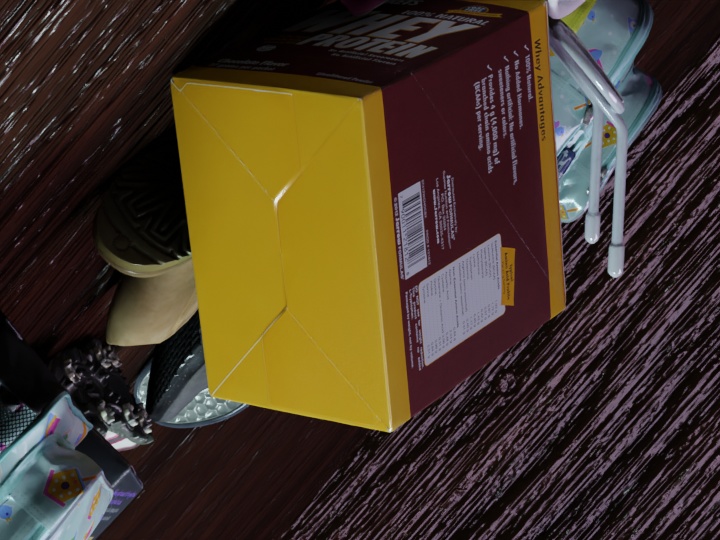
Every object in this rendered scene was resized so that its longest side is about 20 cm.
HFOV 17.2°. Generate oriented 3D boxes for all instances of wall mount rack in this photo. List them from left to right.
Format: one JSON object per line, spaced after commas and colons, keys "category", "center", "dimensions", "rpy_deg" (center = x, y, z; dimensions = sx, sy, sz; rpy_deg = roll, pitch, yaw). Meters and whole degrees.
{"category": "wall mount rack", "center": [0.131, -0.095, 1.518], "dimensions": [0.074, 0.174, 0.200], "rpy_deg": [-37, -170, 6]}

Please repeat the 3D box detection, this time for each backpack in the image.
{"category": "backpack", "center": [-0.232, 0.129, 1.262], "dimensions": [0.200, 0.154, 0.176], "rpy_deg": [-39, 176, -8]}
{"category": "backpack", "center": [0.144, -0.143, 1.837], "dimensions": [0.201, 0.153, 0.176], "rpy_deg": [-62, -170, 4]}

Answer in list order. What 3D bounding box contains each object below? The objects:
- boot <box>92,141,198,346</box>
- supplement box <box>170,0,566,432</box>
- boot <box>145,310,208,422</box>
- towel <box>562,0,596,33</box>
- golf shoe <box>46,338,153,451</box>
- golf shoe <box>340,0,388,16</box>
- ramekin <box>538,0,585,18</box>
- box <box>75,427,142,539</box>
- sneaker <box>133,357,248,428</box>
{"category": "boot", "center": [-0.122, -0.007, 1.479], "dimensions": [0.175, 0.066, 0.200], "rpy_deg": [-41, 170, -38]}
{"category": "supplement box", "center": [0.011, -0.043, 1.394], "dimensions": [0.200, 0.132, 0.199], "rpy_deg": [-31, 122, -49]}
{"category": "boot", "center": [-0.066, 0.061, 1.660], "dimensions": [0.200, 0.131, 0.070], "rpy_deg": [132, -33, -51]}
{"category": "towel", "center": [0.079, -0.178, 1.567], "dimensions": [0.199, 0.018, 0.086], "rpy_deg": [-5, 145, -35]}
{"category": "golf shoe", "center": [-0.199, 0.096, 1.592], "dimensions": [0.088, 0.078, 0.200], "rpy_deg": [-29, 171, 8]}
{"category": "golf shoe", "center": [0.032, -0.206, 1.333], "dimensions": [0.091, 0.075, 0.200], "rpy_deg": [-41, 168, -21]}
{"category": "ramekin", "center": [0.133, -0.261, 1.433], "dimensions": [0.201, 0.097, 0.201], "rpy_deg": [-54, 170, -14]}
{"category": "box", "center": [-0.240, 0.153, 1.403], "dimensions": [0.200, 0.122, 0.106], "rpy_deg": [-47, 172, -9]}
{"category": "sneaker", "center": [-0.081, 0.043, 1.874], "dimensions": [0.202, 0.077, 0.146], "rpy_deg": [-32, -170, 12]}
